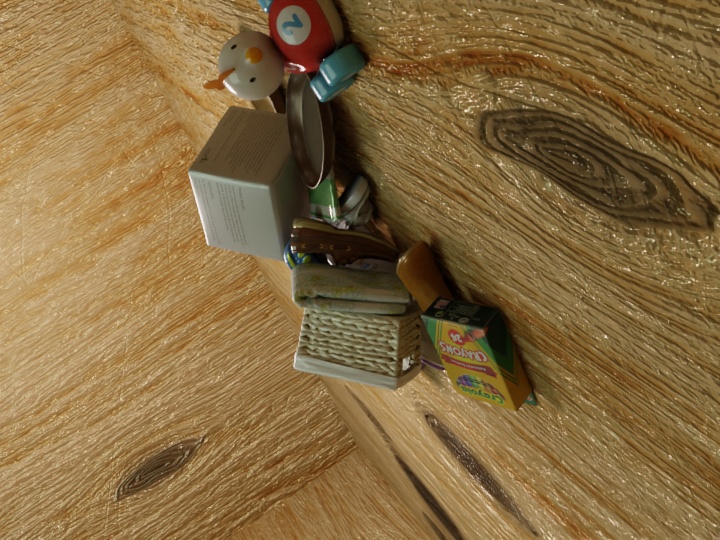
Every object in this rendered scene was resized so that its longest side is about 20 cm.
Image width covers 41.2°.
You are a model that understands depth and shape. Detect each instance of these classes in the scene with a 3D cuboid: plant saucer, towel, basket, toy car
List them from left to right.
[{"bbox_3d":[-0.200,-0.371,1.886,0.201,0.035,0.200,54,169,16],"label":"plant saucer"},{"bbox_3d":[-0.129,-0.302,1.330,0.185,0.199,0.177,57,169,-3],"label":"toy car"},{"bbox_3d":[-0.081,-0.239,1.593,0.200,0.032,0.202,170,90,-73],"label":"plant saucer"},{"bbox_3d":[-0.069,-0.187,1.673,0.152,0.023,0.202,-158,60,-71],"label":"towel"},{"bbox_3d":[-0.020,0.029,1.648,0.171,0.198,0.049,-115,30,-77],"label":"towel"},{"bbox_3d":[0.000,0.117,1.661,0.135,0.198,0.125,-21,-62,-66],"label":"basket"}]

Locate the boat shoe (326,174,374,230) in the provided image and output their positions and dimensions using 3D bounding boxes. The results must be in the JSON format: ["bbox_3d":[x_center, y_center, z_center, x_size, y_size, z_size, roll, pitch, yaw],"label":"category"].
[{"bbox_3d":[-0.007,-0.113,1.705,0.065,0.074,0.200,27,165,-7],"label":"boat shoe"}]

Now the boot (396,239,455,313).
[{"bbox_3d":[0.130,0.042,1.526,0.144,0.071,0.201,47,171,22],"label":"boot"}]

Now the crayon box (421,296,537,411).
[{"bbox_3d":[0.185,0.139,1.471,0.126,0.051,0.201,10,136,46],"label":"crayon box"}]

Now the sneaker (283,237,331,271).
[{"bbox_3d":[-0.070,0.008,1.785,0.200,0.070,0.083,54,-150,-30],"label":"sneaker"}]

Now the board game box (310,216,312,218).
[{"bbox_3d":[-0.114,-0.080,2.075,0.201,0.097,0.160,53,180,20],"label":"board game box"}]

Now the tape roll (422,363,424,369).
[{"bbox_3d":[0.051,0.155,2.114,0.201,0.085,0.200,54,169,15],"label":"tape roll"}]

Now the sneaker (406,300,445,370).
[{"bbox_3d":[0.115,0.109,1.734,0.199,0.100,0.075,33,179,4],"label":"sneaker"}]

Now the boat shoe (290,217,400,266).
[{"bbox_3d":[-0.029,-0.039,1.704,0.198,0.068,0.072,14,173,-7],"label":"boat shoe"}]

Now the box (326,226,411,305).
[{"bbox_3d":[0.000,0.000,1.859,0.200,0.101,0.113,51,167,30],"label":"box"}]

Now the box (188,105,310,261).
[{"bbox_3d":[-0.191,-0.164,1.792,0.170,0.201,0.200,12,140,16],"label":"box"}]
